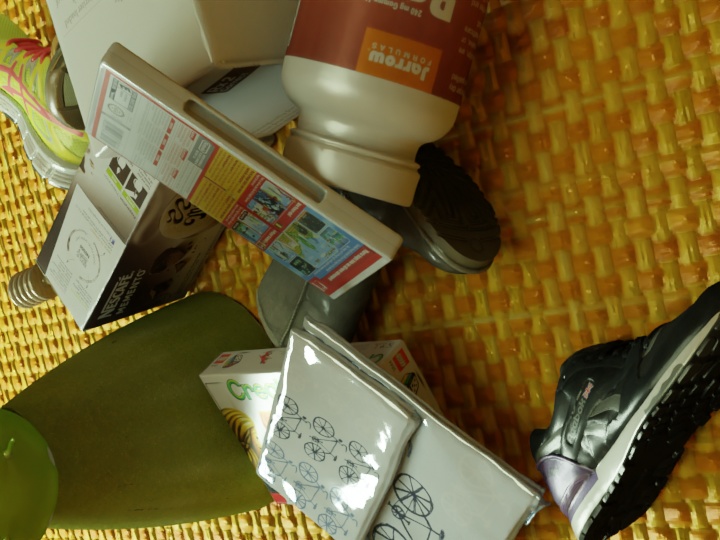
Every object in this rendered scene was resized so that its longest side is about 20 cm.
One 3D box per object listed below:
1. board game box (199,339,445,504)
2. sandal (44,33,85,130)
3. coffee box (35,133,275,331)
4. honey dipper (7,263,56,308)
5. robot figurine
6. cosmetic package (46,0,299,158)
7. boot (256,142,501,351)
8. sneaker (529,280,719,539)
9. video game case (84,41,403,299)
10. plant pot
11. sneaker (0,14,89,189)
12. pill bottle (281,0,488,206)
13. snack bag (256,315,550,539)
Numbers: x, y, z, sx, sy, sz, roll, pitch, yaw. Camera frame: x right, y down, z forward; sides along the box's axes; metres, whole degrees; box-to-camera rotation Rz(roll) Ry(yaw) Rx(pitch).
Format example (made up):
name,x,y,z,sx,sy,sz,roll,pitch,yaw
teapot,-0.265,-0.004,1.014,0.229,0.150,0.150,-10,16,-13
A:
name,x,y,z,sx,sy,sz,roll,pitch,yaw
board game box,-0.018,0.113,0.986,0.198,0.035,0.127,-8,119,47
sandal,-0.204,-0.170,1.045,0.053,0.201,0.081,9,124,6
coffee box,-0.165,-0.053,1.081,0.080,0.112,0.201,52,133,18
honey dipper,-0.264,-0.002,1.266,0.199,0.038,0.039,-18,87,46
robot figurine,-0.293,0.153,0.978,0.199,0.115,0.178,-3,90,48
cosmetic package,-0.107,-0.204,0.939,0.164,0.164,0.203,-24,82,49
boot,0.002,0.001,0.945,0.183,0.072,0.201,57,131,38
sneaker,0.153,0.066,0.796,0.088,0.075,0.201,53,134,32
video game case,-0.077,-0.054,0.838,0.199,0.018,0.143,34,163,-7
plant pot,-0.185,0.129,1.089,0.186,0.198,0.190,15,111,44
sneaker,-0.274,-0.168,1.202,0.200,0.078,0.091,50,123,20
pill bottle,0.016,-0.147,0.819,0.111,0.111,0.203,19,96,43
snack bag,0.018,0.145,0.933,0.199,0.021,0.190,36,141,14
